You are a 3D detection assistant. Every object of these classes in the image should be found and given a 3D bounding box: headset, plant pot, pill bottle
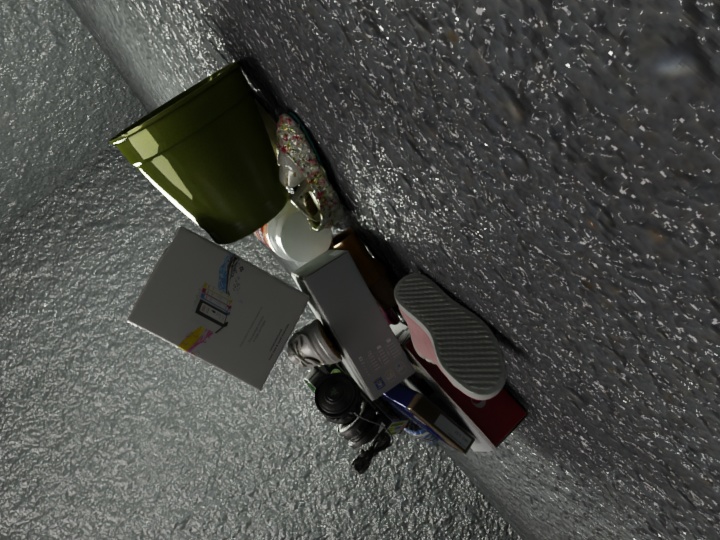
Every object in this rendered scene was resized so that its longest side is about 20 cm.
[{"bbox_3d":[-0.024,0.216,0.802,0.199,0.094,0.124,16,147,56],"label":"headset"},{"bbox_3d":[-0.200,-0.148,0.765,0.194,0.199,0.200,60,167,-26],"label":"plant pot"},{"bbox_3d":[-0.130,-0.082,1.028,0.115,0.114,0.200,53,170,-26],"label":"pill bottle"}]

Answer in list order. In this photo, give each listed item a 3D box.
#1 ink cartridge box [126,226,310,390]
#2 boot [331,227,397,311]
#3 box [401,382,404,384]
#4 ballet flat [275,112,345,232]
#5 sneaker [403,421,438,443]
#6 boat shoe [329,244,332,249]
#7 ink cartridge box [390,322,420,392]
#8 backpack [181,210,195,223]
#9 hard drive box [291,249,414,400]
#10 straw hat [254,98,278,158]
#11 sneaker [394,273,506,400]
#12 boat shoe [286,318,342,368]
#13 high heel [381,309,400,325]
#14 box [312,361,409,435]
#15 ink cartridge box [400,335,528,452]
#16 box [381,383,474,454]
[{"bbox_3d":[-0.196,0.052,0.792,0.198,0.146,0.147,29,174,-7],"label":"ink cartridge box"},{"bbox_3d":[0.000,0.000,0.940,0.145,0.070,0.201,56,167,-3],"label":"boot"},{"bbox_3d":[-0.011,0.131,1.049,0.201,0.051,0.157,58,166,-24],"label":"box"},{"bbox_3d":[-0.076,-0.123,0.769,0.076,0.064,0.201,40,166,40],"label":"ballet flat"},{"bbox_3d":[0.081,0.266,1.046,0.085,0.077,0.200,50,171,-31],"label":"sneaker"},{"bbox_3d":[-0.071,-0.026,1.113,0.202,0.074,0.075,43,163,36],"label":"boat shoe"},{"bbox_3d":[0.115,0.191,1.073,0.146,0.084,0.200,51,171,-13],"label":"ink cartridge box"},{"bbox_3d":[-0.255,-0.188,1.021,0.200,0.181,0.136,-12,103,65],"label":"backpack"},{"bbox_3d":[-0.017,0.074,0.833,0.202,0.076,0.156,60,170,-10],"label":"hard drive box"},{"bbox_3d":[-0.182,-0.200,0.885,0.201,0.085,0.201,47,170,11],"label":"straw hat"},{"bbox_3d":[0.118,0.096,0.704,0.201,0.075,0.105,51,170,42],"label":"sneaker"},{"bbox_3d":[-0.076,0.119,0.833,0.071,0.069,0.200,60,170,0],"label":"boat shoe"},{"bbox_3d":[0.001,0.083,1.130,0.200,0.096,0.068,38,166,50],"label":"high heel"},{"bbox_3d":[-0.008,0.200,0.951,0.200,0.035,0.110,41,-175,24],"label":"box"},{"bbox_3d":[0.149,0.175,0.850,0.200,0.084,0.176,47,168,12],"label":"ink cartridge box"},{"bbox_3d":[0.078,0.211,0.864,0.121,0.033,0.200,42,168,-20],"label":"box"}]
